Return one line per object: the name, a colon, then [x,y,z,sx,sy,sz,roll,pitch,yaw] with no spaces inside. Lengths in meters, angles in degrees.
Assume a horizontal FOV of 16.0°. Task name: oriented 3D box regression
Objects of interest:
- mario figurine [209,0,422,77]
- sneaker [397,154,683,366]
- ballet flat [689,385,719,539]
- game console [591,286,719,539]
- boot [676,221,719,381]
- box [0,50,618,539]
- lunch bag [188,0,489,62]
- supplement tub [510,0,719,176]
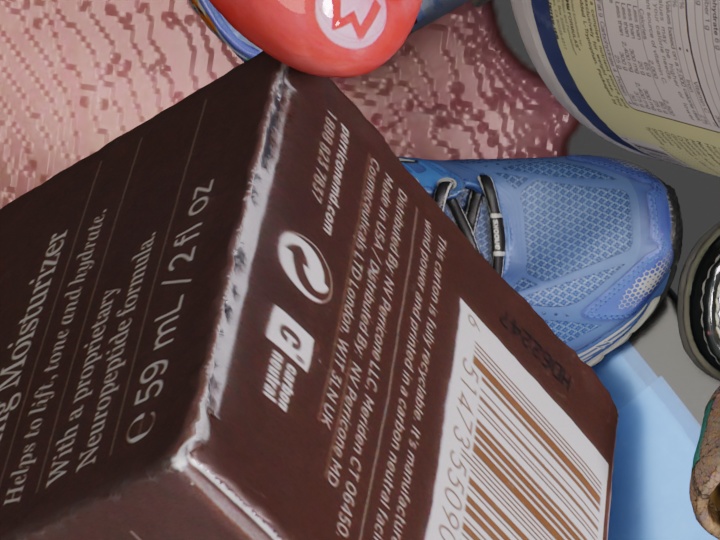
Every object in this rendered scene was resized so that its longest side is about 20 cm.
mario figurine: [0.013,-0.147,0.667,0.123,0.106,0.201,9,77,14]
sneaker: [0.000,0.000,0.787,0.199,0.089,0.079,-9,75,6]
ballet flat: [0.177,0.092,0.698,0.199,0.067,0.068,25,128,19]
game console: [0.061,0.123,0.777,0.200,0.171,0.118,-41,112,6]
boot: [0.201,0.007,0.723,0.202,0.154,0.074,-2,94,-4]
box: [-0.056,0.080,0.707,0.199,0.166,0.164,-27,122,28]
lunch bag: [-0.010,-0.165,0.802,0.160,0.076,0.201,-32,86,4]
supplement tub: [0.149,-0.086,0.697,0.144,0.200,0.146,-10,108,-33]
